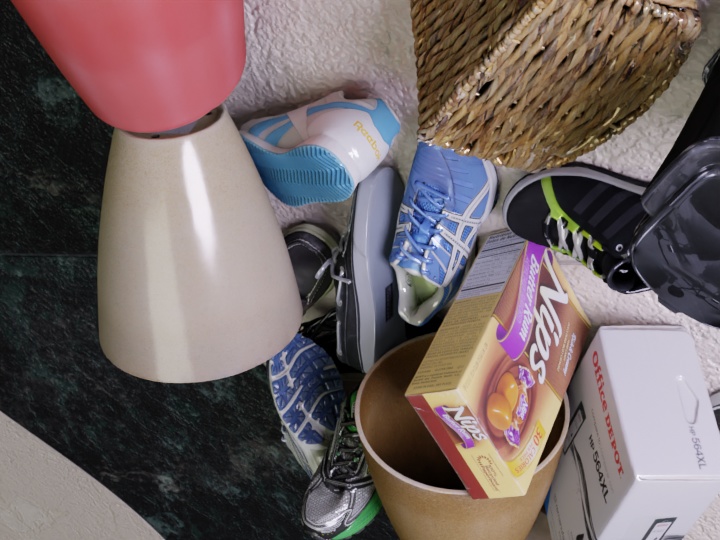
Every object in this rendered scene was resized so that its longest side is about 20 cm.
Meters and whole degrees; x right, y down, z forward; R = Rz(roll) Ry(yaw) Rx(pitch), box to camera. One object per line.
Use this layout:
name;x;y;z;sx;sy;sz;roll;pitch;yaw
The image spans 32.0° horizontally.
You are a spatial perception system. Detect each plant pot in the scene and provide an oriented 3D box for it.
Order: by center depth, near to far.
plant pot;-0.175;-0.219;0.973;0.198;0.202;0.178;17;148;22
plant pot;-0.148;-0.041;1.079;0.185;0.187;0.203;14;125;25
plant pot;0.092;0.190;1.137;0.184;0.187;0.202;17;136;22

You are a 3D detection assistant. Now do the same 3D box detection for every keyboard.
keyboard;0.006;0.059;1.241;0.103;0.040;0.199;29;147;-31

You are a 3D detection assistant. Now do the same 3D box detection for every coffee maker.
coffee maker;0.255;-0.091;0.754;0.133;0.201;0.194;18;139;19

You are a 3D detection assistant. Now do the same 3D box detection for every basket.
basket;0.134;-0.182;0.865;0.141;0.151;0.200;11;149;-24

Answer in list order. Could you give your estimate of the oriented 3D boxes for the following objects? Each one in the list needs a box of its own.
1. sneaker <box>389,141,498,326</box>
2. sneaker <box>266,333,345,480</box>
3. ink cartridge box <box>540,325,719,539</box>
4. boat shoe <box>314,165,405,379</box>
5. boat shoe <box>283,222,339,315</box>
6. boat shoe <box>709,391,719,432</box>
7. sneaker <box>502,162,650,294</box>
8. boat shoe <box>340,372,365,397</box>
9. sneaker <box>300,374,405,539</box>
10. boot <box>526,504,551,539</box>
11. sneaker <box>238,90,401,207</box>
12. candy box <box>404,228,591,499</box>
sneaker;0.067;-0.034;1.053;0.075;0.077;0.202;20;138;21
sneaker;-0.054;0.154;1.265;0.085;0.077;0.202;3;120;57
ink cartridge box;0.223;0.162;1.067;0.083;0.148;0.201;1;141;-10
boat shoe;0.002;-0.001;1.124;0.067;0.073;0.202;16;126;31
boat shoe;-0.081;0.027;1.235;0.072;0.066;0.201;40;142;-4
boat shoe;0.284;0.172;1.110;0.070;0.064;0.201;35;143;1
sneaker;0.192;-0.027;0.961;0.197;0.083;0.072;9;134;30
boat shoe;0.034;0.156;1.275;0.197;0.065;0.073;10;146;26
sneaker;-0.004;0.161;1.189;0.077;0.202;0.085;15;155;28
boot;0.194;0.264;1.259;0.198;0.070;0.148;17;132;43
sneaker;-0.039;-0.106;1.066;0.199;0.081;0.077;12;142;56
candy box;0.118;0.071;1.022;0.056;0.201;0.117;-12;122;39
